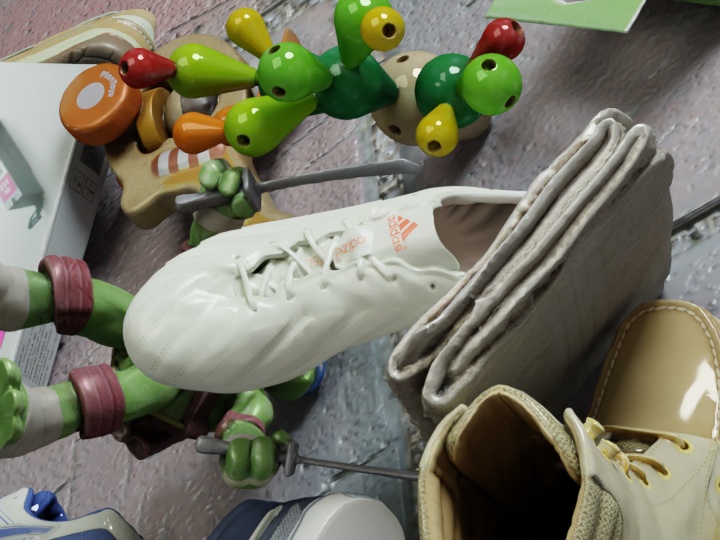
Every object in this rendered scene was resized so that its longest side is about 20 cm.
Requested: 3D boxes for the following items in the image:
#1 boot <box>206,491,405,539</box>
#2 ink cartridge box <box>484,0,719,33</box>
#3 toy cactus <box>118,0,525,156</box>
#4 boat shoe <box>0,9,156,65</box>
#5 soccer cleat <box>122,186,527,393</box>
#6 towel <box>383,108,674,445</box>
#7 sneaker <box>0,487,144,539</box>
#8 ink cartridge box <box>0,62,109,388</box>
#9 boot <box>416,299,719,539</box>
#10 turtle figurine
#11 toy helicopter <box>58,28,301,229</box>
[{"bbox_3d":[-0.054,0.185,0.862,0.090,0.073,0.200,-9,44,50],"label":"boot"},{"bbox_3d":[0.156,-0.180,0.964,0.104,0.059,0.200,17,72,52],"label":"ink cartridge box"},{"bbox_3d":[0.003,-0.094,0.955,0.199,0.165,0.103,-7,82,35],"label":"toy cactus"},{"bbox_3d":[-0.206,-0.109,1.283,0.199,0.072,0.076,-17,32,27],"label":"boat shoe"},{"bbox_3d":[0.000,0.000,0.843,0.078,0.199,0.070,127,128,-67],"label":"soccer cleat"},{"bbox_3d":[0.068,0.018,0.782,0.034,0.200,0.133,39,81,17],"label":"towel"},{"bbox_3d":[-0.185,0.152,1.028,0.199,0.075,0.088,4,50,40],"label":"sneaker"},{"bbox_3d":[-0.238,-0.025,1.184,0.173,0.044,0.201,4,70,26],"label":"ink cartridge box"},{"bbox_3d":[0.084,0.071,0.728,0.073,0.156,0.201,-2,58,30],"label":"boot"},{"bbox_3d":[-0.071,0.020,0.898,0.200,0.193,0.145,6,95,54],"label":"turtle figurine"},{"bbox_3d":[-0.068,-0.060,1.099,0.132,0.079,0.200,-36,48,3],"label":"toy helicopter"}]
